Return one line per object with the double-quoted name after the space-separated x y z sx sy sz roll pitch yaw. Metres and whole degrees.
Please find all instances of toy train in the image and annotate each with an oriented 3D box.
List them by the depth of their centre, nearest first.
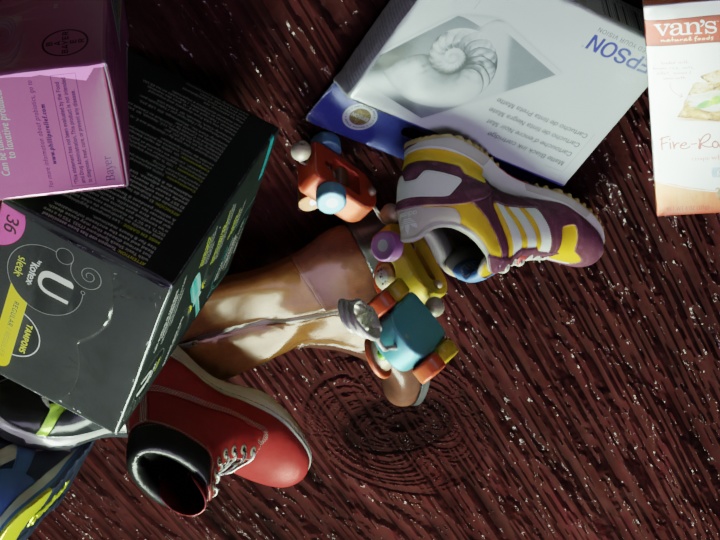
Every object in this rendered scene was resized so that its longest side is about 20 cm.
0.000 0.000 1.365 0.150 0.201 0.056 30 125 -35 "toy train"

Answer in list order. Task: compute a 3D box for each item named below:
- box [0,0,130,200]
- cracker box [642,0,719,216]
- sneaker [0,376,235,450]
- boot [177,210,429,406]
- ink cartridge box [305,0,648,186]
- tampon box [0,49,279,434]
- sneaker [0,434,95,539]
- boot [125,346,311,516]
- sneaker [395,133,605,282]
-0.251 -0.132 1.206 0.198 0.177 0.097 -7 130 -1 "box"
0.266 -0.128 1.309 0.133 0.058 0.201 -3 136 10 "cracker box"
-0.198 0.086 1.492 0.199 0.072 0.083 -2 133 -23 "sneaker"
-0.050 0.063 1.474 0.199 0.069 0.189 -22 135 -10 "boot"
0.092 -0.132 1.359 0.199 0.041 0.200 19 129 -26 "ink cartridge box"
-0.163 -0.022 1.293 0.126 0.200 0.150 27 130 2 "tampon box"
-0.270 0.154 1.508 0.082 0.200 0.074 31 107 4 "sneaker"
-0.105 0.146 1.414 0.072 0.145 0.200 -40 130 19 "boot"
0.101 -0.024 1.406 0.199 0.091 0.075 24 156 -33 "sneaker"
